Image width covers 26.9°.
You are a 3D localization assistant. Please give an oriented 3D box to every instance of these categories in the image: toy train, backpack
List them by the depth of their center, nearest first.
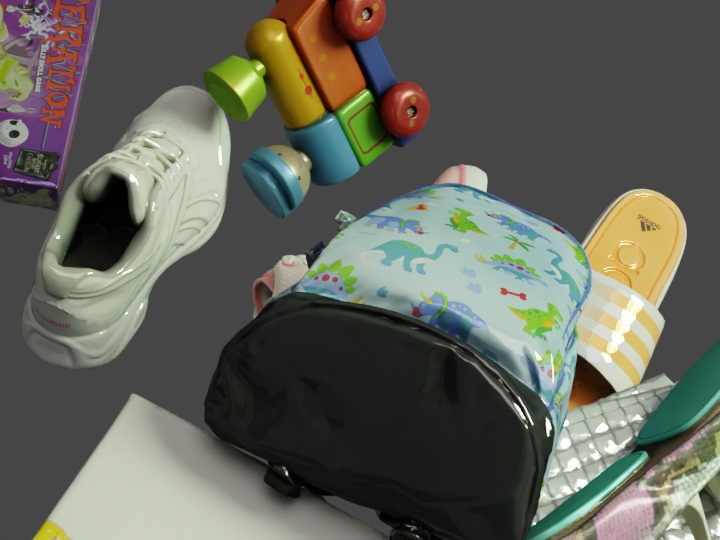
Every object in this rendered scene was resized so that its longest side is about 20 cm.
[{"bbox_3d":[0.039,0.038,0.738,0.161,0.200,0.156,20,96,16],"label":"backpack"},{"bbox_3d":[-0.049,-0.138,0.905,0.115,0.201,0.084,-40,33,-20],"label":"toy train"}]

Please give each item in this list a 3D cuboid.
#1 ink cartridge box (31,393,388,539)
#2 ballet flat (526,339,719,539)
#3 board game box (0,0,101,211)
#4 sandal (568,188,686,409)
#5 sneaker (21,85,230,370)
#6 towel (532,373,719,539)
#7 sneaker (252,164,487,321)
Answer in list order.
[{"bbox_3d":[-0.100,0.195,0.696,0.143,0.148,0.201,28,56,7],"label":"ink cartridge box"},{"bbox_3d":[0.159,0.107,0.755,0.199,0.069,0.071,-40,92,-23],"label":"ballet flat"},{"bbox_3d":[-0.232,-0.135,0.954,0.118,0.032,0.202,10,56,-10],"label":"board game box"},{"bbox_3d":[0.150,0.014,0.914,0.078,0.059,0.208,27,57,5],"label":"sandal"},{"bbox_3d":[-0.126,-0.041,0.870,0.077,0.100,0.201,22,56,3],"label":"sneaker"},{"bbox_3d":[0.145,0.155,0.805,0.198,0.086,0.167,-18,67,-20],"label":"towel"},{"bbox_3d":[0.000,0.000,0.883,0.104,0.076,0.202,27,61,1],"label":"sneaker"}]
